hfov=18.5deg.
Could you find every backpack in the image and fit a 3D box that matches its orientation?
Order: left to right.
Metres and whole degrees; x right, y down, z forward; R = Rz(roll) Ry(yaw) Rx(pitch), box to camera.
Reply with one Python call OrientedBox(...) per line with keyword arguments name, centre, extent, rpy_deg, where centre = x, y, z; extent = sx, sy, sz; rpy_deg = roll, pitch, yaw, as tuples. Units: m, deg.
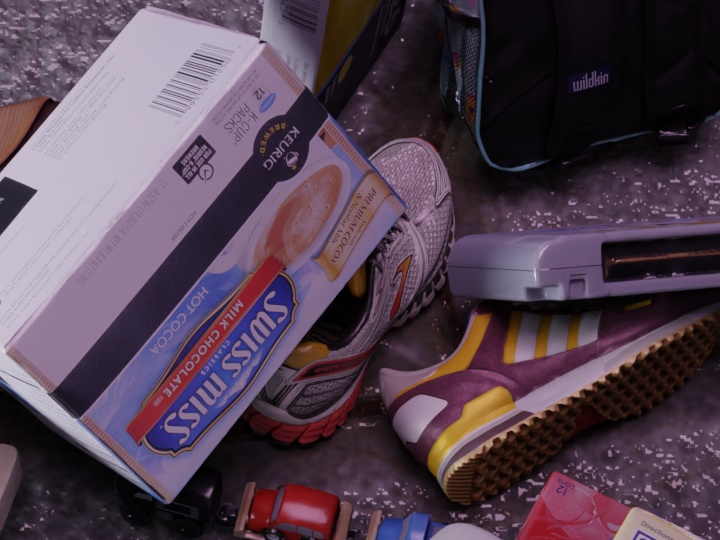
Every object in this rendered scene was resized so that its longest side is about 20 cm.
OrientedBox(name="backpack", centre=(0.124, -0.181, 1.274), extent=(0.175, 0.201, 0.154), rpy_deg=(-12, 39, -11))

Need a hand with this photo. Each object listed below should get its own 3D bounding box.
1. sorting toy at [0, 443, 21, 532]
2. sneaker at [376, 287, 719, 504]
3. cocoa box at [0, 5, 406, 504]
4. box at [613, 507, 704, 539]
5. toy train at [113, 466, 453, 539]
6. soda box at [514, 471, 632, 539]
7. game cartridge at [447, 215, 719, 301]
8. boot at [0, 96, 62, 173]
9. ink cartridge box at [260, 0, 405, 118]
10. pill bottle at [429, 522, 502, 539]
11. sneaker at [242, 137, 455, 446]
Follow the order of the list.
OrientedBox(name="sorting toy", centre=(-0.286, 0.130, 1.056), extent=(0.198, 0.070, 0.199), rpy_deg=(5, 40, 7))
OrientedBox(name="sneaker", centre=(0.105, 0.041, 1.186), extent=(0.199, 0.075, 0.090), rpy_deg=(-26, 60, -23))
OrientedBox(name="cocoa box", centre=(-0.103, -0.011, 1.116), extent=(0.200, 0.131, 0.133), rpy_deg=(-51, 34, -13))
OrientedBox(name="box", centre=(0.105, 0.241, 0.973), extent=(0.096, 0.176, 0.200), rpy_deg=(28, 57, 15))
OrientedBox(name="toy train", centre=(-0.030, 0.128, 1.129), extent=(0.199, 0.046, 0.034), rpy_deg=(13, 53, 5))
OrientedBox(name="soda box", centre=(0.166, 0.181, 1.093), extent=(0.199, 0.064, 0.070), rpy_deg=(25, 56, 13))
OrientedBox(name="game cartridge", centre=(0.155, -0.008, 1.190), extent=(0.199, 0.133, 0.042), rpy_deg=(-5, 97, -21))
OrientedBox(name="boot", centre=(-0.152, -0.019, 1.212), extent=(0.165, 0.073, 0.201), rpy_deg=(1, 50, -1))
OrientedBox(name="ink cartridge box", centre=(0.002, -0.186, 1.270), extent=(0.047, 0.198, 0.200), rpy_deg=(26, 57, 11))
OrientedBox(name="pill bottle", centre=(0.004, 0.214, 1.025), extent=(0.114, 0.115, 0.200), rpy_deg=(38, 60, 22))
OrientedBox(name="sneaker", centre=(0.000, 0.000, 1.204), extent=(0.077, 0.082, 0.201), rpy_deg=(20, 54, 11))
